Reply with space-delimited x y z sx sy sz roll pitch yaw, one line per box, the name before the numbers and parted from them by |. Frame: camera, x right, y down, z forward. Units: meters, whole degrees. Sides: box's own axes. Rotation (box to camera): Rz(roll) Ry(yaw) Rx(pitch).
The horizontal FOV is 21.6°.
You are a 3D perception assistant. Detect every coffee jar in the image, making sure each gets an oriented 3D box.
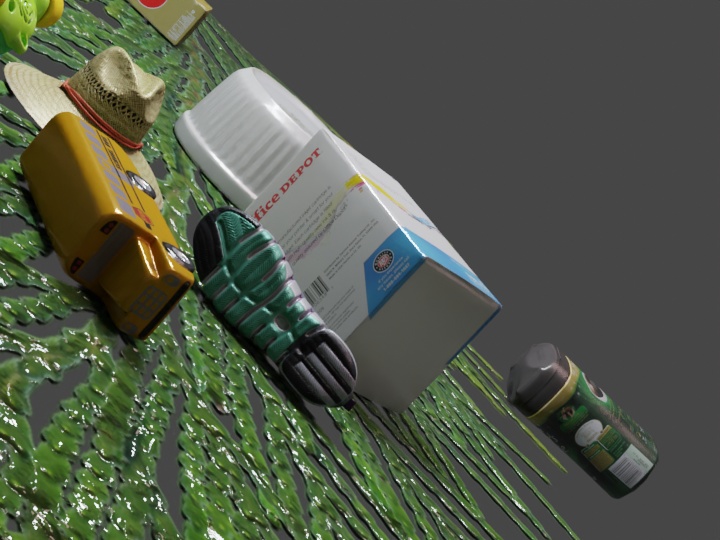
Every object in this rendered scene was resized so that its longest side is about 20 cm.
coffee jar | 0.266 0.180 2.290 0.200 0.085 0.104 43 12 -12

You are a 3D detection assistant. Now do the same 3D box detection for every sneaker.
sneaker | -0.074 0.039 1.596 0.201 0.074 0.088 55 -4 16

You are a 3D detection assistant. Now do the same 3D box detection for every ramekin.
ramekin | -0.095 -0.127 2.038 0.200 0.105 0.200 43 10 -9

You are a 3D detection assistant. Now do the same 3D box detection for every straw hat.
straw hat | -0.220 -0.152 1.682 0.201 0.085 0.201 43 9 -9

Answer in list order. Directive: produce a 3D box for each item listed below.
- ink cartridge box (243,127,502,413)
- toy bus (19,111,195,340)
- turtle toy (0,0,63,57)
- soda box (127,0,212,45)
ink cartridge box | 0.000 0.000 1.773 0.146 0.147 0.200 31 17 -50
toy bus | -0.188 -0.035 1.389 0.078 0.065 0.200 36 13 -37
turtle toy | -0.339 -0.239 1.515 0.200 0.101 0.146 46 10 11
soda box | -0.286 -0.382 2.435 0.200 0.064 0.068 44 9 -5
